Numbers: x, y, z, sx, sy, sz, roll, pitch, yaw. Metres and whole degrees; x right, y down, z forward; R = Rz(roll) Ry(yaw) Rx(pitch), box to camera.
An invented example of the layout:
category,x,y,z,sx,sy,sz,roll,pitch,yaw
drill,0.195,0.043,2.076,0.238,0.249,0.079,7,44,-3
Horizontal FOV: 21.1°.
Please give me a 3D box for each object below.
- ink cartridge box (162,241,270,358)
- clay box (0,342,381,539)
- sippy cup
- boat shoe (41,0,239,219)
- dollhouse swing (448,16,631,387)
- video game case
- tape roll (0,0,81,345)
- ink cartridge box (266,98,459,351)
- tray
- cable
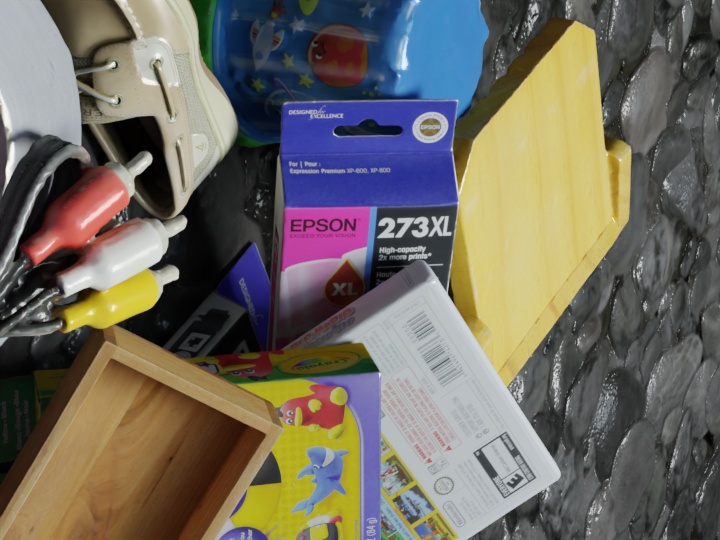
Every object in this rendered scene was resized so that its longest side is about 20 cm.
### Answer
category,x,y,z,sx,sy,sz,roll,pitch,yaw
ink cartridge box,-0.077,0.120,1.129,0.200,0.043,0.198,-51,139,-36
clay box,-0.090,0.105,0.987,0.200,0.048,0.115,-5,110,-13
sippy cup,-0.006,-0.128,1.067,0.178,0.130,0.140,1,101,-58
boat shoe,-0.120,-0.100,0.957,0.065,0.072,0.200,-62,151,-24
dollhouse swing,0.054,-0.042,1.175,0.200,0.182,0.176,-49,127,-37
video game case,0.000,0.106,1.082,0.182,0.023,0.200,-33,134,1
tape roll,-0.210,-0.047,0.836,0.200,0.066,0.201,-29,125,-51
ink cartridge box,0.000,0.000,1.048,0.037,0.095,0.200,-105,-164,-54
tray,-0.132,0.132,0.942,0.099,0.037,0.200,28,102,-20
cable,-0.151,0.015,0.841,0.200,0.050,0.097,-47,137,-41
